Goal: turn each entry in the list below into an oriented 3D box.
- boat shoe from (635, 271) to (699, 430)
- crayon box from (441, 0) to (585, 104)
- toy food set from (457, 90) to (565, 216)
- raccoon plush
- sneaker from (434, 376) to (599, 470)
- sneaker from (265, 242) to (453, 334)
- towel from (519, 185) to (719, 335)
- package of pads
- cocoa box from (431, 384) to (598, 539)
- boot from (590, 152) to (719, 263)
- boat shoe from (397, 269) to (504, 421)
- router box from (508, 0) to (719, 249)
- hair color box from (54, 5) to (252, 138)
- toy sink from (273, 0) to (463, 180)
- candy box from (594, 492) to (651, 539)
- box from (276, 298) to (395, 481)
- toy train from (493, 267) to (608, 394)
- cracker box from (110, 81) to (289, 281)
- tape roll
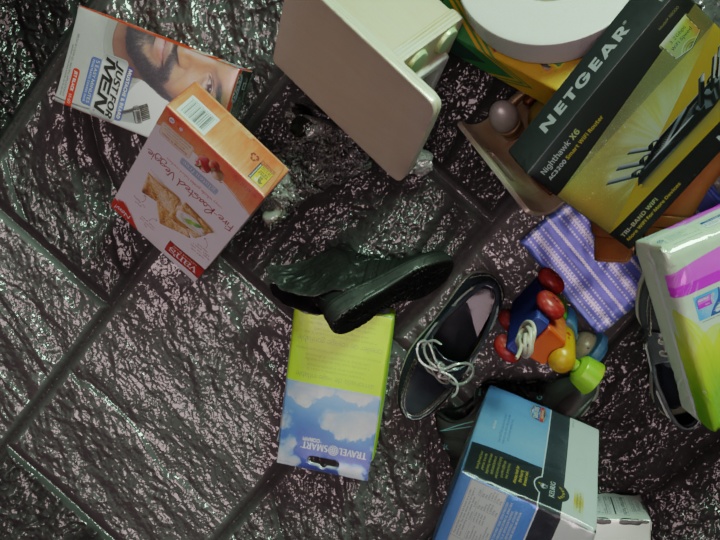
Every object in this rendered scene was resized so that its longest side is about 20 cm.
[{"bbox_3d":[0.341,0.082,0.880,0.071,0.062,0.203,-11,117,6],"label":"boat shoe"},{"bbox_3d":[0.183,-0.249,0.827,0.199,0.051,0.128,35,88,25],"label":"crayon box"},{"bbox_3d":[0.212,-0.171,0.847,0.200,0.060,0.144,-41,57,14],"label":"toy food set"},{"bbox_3d":[-0.030,-0.097,0.920,0.197,0.097,0.136,22,110,4],"label":"raccoon plush"},{"bbox_3d":[0.177,0.160,0.940,0.198,0.075,0.080,-30,92,12],"label":"sneaker"},{"bbox_3d":[0.000,0.002,0.937,0.198,0.060,0.105,-26,54,-17],"label":"sneaker"},{"bbox_3d":[0.298,-0.042,0.913,0.199,0.024,0.145,-41,91,13],"label":"towel"},{"bbox_3d":[0.376,0.035,0.815,0.152,0.068,0.203,-22,105,-6],"label":"package of pads"},{"bbox_3d":[0.154,0.230,0.821,0.129,0.200,0.135,21,110,10],"label":"cocoa box"},{"bbox_3d":[0.338,-0.079,0.857,0.197,0.073,0.158,4,98,23],"label":"boot"},{"bbox_3d":[0.102,0.093,0.945,0.074,0.062,0.201,35,103,0],"label":"boat shoe"},{"bbox_3d":[0.261,-0.140,0.765,0.156,0.052,0.201,28,112,-27],"label":"router box"},{"bbox_3d":[-0.236,-0.211,0.940,0.197,0.064,0.113,21,102,3],"label":"hair color box"},{"bbox_3d":[0.022,-0.219,0.837,0.200,0.131,0.112,44,61,11],"label":"toy sink"},{"bbox_3d":[0.234,0.353,0.967,0.196,0.072,0.171,0,100,9],"label":"candy box"},{"bbox_3d":[-0.030,0.138,0.979,0.120,0.048,0.204,9,101,7],"label":"box"},{"bbox_3d":[0.206,0.086,0.857,0.115,0.200,0.085,39,114,-3],"label":"toy train"},{"bbox_3d":[-0.181,-0.089,0.899,0.134,0.058,0.200,42,139,-6],"label":"cracker box"},{"bbox_3d":[0.188,-0.298,0.791,0.199,0.037,0.207,-6,73,19],"label":"tape roll"}]
